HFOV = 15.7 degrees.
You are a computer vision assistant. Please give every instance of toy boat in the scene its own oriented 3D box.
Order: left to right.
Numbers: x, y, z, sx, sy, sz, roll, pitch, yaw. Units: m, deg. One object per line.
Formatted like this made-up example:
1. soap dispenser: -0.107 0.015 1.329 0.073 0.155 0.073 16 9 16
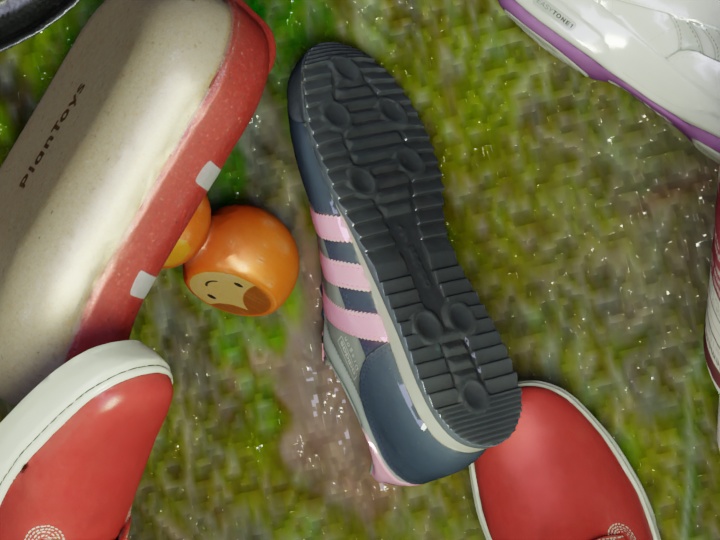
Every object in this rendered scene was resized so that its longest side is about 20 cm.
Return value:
1. toy boat: -0.085 -0.019 1.132 0.131 0.131 0.200 30 91 -24

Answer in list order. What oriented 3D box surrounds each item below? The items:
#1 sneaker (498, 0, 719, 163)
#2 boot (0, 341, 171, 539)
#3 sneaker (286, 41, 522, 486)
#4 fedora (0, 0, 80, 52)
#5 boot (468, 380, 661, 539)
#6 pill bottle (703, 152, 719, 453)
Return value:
1. sneaker: 0.159 -0.101 1.122 0.200 0.075 0.100 35 92 5
2. boot: -0.103 0.138 1.047 0.144 0.072 0.200 50 126 29
3. sneaker: 0.000 0.000 1.139 0.070 0.082 0.200 -1 64 -37
4. fedora: -0.189 -0.188 1.145 0.200 0.092 0.201 0 88 5
5. boot: 0.097 0.140 1.085 0.072 0.144 0.200 -22 85 5
6. pill bottle: 0.197 0.004 1.048 0.114 0.200 0.114 -2 45 2
